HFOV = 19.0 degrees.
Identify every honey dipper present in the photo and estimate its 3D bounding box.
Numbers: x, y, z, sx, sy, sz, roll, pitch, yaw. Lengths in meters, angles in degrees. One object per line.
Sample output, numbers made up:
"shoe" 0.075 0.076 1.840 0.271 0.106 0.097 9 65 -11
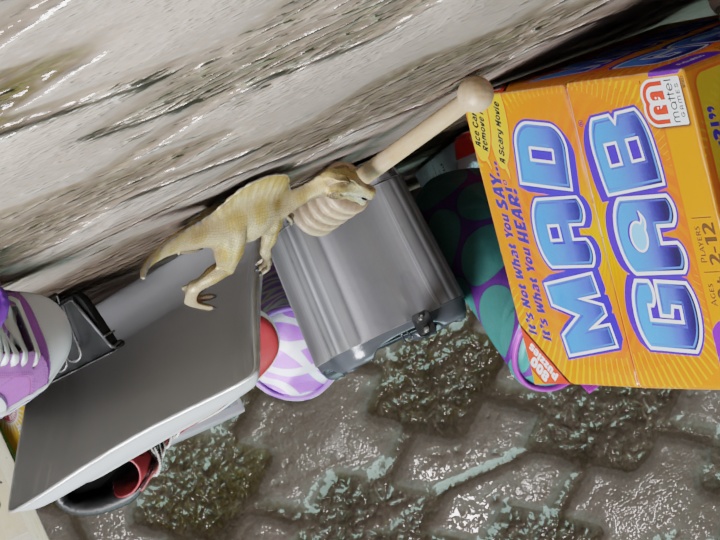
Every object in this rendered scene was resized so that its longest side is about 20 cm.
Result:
"honey dipper" 0.020 -0.074 1.369 0.038 0.038 0.200 -22 173 -39

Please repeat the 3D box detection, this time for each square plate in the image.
"square plate" -0.142 0.064 1.439 0.200 0.028 0.198 -30 -151 16

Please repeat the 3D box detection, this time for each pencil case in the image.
"pencil case" 0.110 0.004 1.554 0.085 0.092 0.200 -34 -143 1
"pencil case" -0.068 0.041 1.714 0.084 0.085 0.200 -66 -164 6

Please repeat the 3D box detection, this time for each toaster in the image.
"toaster" 0.000 0.000 1.537 0.113 0.129 0.200 -25 177 -7

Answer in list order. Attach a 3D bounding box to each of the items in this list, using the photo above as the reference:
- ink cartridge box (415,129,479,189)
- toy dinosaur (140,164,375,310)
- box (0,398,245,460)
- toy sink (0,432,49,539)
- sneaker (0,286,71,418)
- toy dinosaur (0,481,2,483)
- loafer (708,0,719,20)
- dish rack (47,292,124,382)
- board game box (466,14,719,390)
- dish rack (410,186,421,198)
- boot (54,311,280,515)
"ink cartridge box" 0.141 -0.103 1.658 0.160 0.047 0.200 -24 179 -14
"toy dinosaur" -0.085 -0.026 1.335 0.200 0.058 0.101 -23 161 -39
"box" -0.218 0.112 1.829 0.200 0.113 0.101 -22 177 -41
"toy sink" -0.339 0.212 1.758 0.112 0.200 0.130 -24 177 -29
"sneaker" -0.206 0.039 1.170 0.114 0.073 0.200 -31 174 34
"toy dinosaur" -0.317 0.099 1.568 0.181 0.105 0.200 -38 -148 8
"loafer" 0.284 -0.186 1.289 0.072 0.063 0.200 -23 176 -38
"dish rack" -0.257 0.076 1.382 0.153 0.055 0.200 -27 -177 20
"board game box" 0.223 -0.051 1.388 0.200 0.201 0.200 -22 -167 -37
"dish rack" 0.080 -0.041 1.779 0.200 0.044 0.171 -23 -153 -30
"boot" -0.131 0.101 1.501 0.200 0.073 0.144 -30 -161 -10
